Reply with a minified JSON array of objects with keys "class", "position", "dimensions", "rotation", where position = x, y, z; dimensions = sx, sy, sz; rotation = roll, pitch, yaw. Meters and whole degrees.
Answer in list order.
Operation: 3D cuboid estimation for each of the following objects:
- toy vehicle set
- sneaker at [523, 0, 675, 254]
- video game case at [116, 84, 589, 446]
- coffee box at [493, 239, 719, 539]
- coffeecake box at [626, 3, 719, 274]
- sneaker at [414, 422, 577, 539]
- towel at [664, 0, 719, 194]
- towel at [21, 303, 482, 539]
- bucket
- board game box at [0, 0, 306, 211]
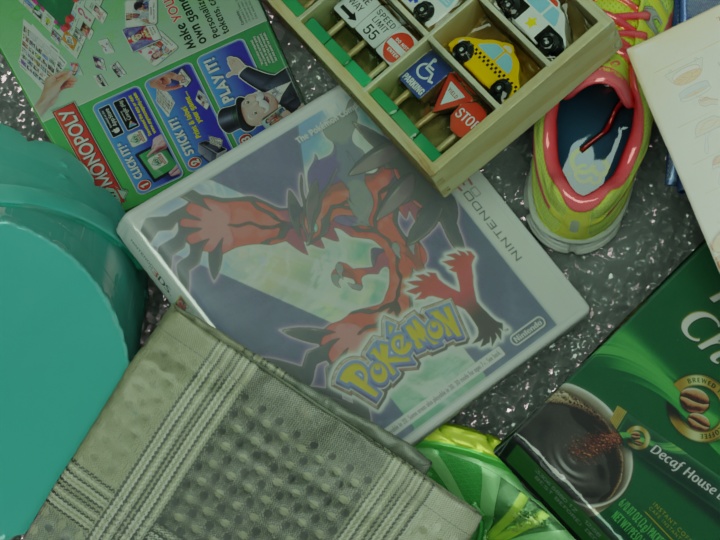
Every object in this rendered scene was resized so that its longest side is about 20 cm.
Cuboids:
[{"class":"toy vehicle set","position":[0.031,-0.145,1.307],"dimensions":[0.124,0.027,0.200],"rotation":[-41,58,-2]},{"class":"sneaker","position":[0.134,-0.112,1.312],"dimensions":[0.077,0.090,0.202],"rotation":[6,84,3]},{"class":"video game case","position":[0.000,0.000,1.286],"dimensions":[0.199,0.023,0.183],"rotation":[-34,80,-33]},{"class":"coffee box","position":[0.178,0.070,1.284],"dimensions":[0.200,0.044,0.123],"rotation":[-41,83,-25]},{"class":"coffeecake box","position":[0.246,-0.051,1.228],"dimensions":[0.153,0.073,0.201],"rotation":[-25,82,20]},{"class":"sneaker","position":[0.079,0.138,1.299],"dimensions":[0.199,0.074,0.084],"rotation":[25,82,4]},{"class":"towel","position":[0.263,-0.105,1.322],"dimensions":[0.198,0.024,0.148],"rotation":[4,84,-10]},{"class":"towel","position":[-0.064,0.145,1.205],"dimensions":[0.192,0.035,0.201],"rotation":[34,98,-1]},{"class":"bucket","position":[-0.207,0.033,1.252],"dimensions":[0.205,0.135,0.209],"rotation":[-2,108,-7]},{"class":"board game box","position":[-0.118,-0.125,1.280],"dimensions":[0.134,0.201,0.029],"rotation":[-23,45,1]}]
